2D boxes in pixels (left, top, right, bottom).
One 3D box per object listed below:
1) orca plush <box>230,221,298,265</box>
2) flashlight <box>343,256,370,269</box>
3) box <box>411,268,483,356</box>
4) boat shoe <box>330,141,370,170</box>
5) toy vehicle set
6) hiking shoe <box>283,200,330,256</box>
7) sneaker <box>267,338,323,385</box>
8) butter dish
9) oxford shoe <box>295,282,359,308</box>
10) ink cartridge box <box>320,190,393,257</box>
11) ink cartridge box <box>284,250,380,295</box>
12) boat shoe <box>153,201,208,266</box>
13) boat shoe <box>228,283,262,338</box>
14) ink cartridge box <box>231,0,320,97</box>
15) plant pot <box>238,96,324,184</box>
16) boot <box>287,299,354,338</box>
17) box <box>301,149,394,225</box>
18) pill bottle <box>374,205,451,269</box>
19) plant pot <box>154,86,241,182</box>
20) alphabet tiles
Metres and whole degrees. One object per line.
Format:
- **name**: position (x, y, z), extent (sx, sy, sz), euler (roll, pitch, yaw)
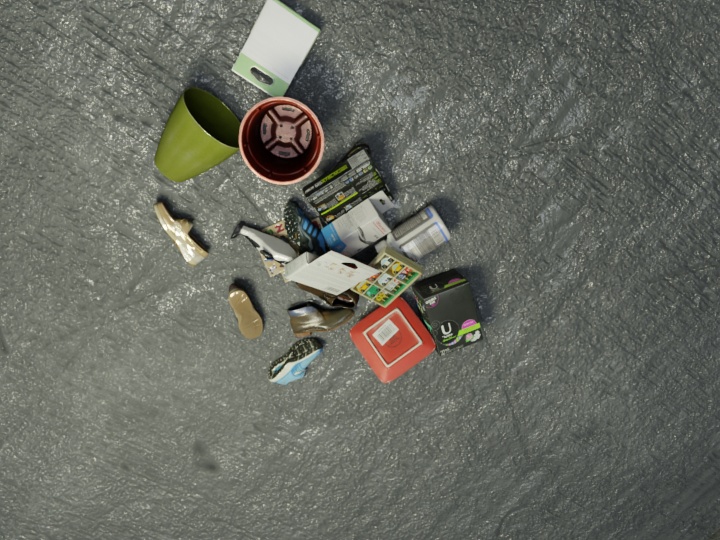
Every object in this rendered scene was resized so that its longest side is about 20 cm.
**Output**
- **orca plush**: position (-0.269, -0.055, 1.453), extent (0.199, 0.105, 0.071), euler (19, 128, -2)
- **flashlight**: position (0.000, 0.000, 1.524), extent (0.199, 0.068, 0.068), euler (17, 146, -9)
- **box**: position (0.260, 0.124, 1.552), extent (0.148, 0.124, 0.201), euler (-20, 111, -5)
- **boat shoe**: position (-0.044, -0.263, 1.416), extent (0.072, 0.061, 0.202), euler (33, 105, -16)
- **toy vehicle set**: position (0.071, 0.023, 1.463), extent (0.124, 0.027, 0.200), euler (27, 137, -14)
- **hiking shoe**: position (-0.150, -0.104, 1.448), extent (0.074, 0.086, 0.201), euler (-35, 74, 46)
- **sneaker**: position (-0.194, 0.290, 1.628), extent (0.200, 0.079, 0.090), euler (-36, 129, 13)
- **butter dish**: position (0.098, 0.215, 1.577), extent (0.199, 0.148, 0.200), euler (-35, 75, -4)
- **oxford shoe**: position (-0.097, 0.059, 1.523), extent (0.199, 0.085, 0.073), euler (16, 122, -7)
- **ink cartridge box**: position (0.007, -0.122, 1.428), extent (0.199, 0.068, 0.116), euler (-33, 155, 10)
- **ink cartridge box**: position (-0.074, -0.005, 1.387), extent (0.173, 0.044, 0.199), euler (-30, 147, 32)
- **boat shoe**: position (-0.494, -0.111, 1.438), extent (0.069, 0.074, 0.201), euler (-31, 112, -5)
- **boat shoe**: position (-0.342, 0.120, 1.541), extent (0.072, 0.065, 0.201), euler (-21, 131, -6)
- **ink cartridge box**: position (-0.210, -0.551, 1.295), extent (0.145, 0.048, 0.201), euler (30, 107, -15)
- **plant pot**: position (-0.191, -0.337, 1.302), extent (0.199, 0.195, 0.202), euler (-2, 112, -4)
- **boot**: position (-0.123, 0.131, 1.558), extent (0.199, 0.075, 0.097), euler (-20, 115, 5)
- **box**: position (-0.029, -0.206, 1.397), extent (0.199, 0.048, 0.193), euler (-31, 148, 8)
- **pill bottle**: position (0.147, -0.086, 1.474), extent (0.199, 0.114, 0.114), euler (-33, 111, 8)
- **plant pot**: position (-0.425, -0.322, 1.314), extent (0.200, 0.188, 0.187), euler (-37, 111, 25)
- **alphabet tiles**: position (-0.189, -0.067, 1.484), extent (0.199, 0.006, 0.167), euler (-23, 94, 5)
